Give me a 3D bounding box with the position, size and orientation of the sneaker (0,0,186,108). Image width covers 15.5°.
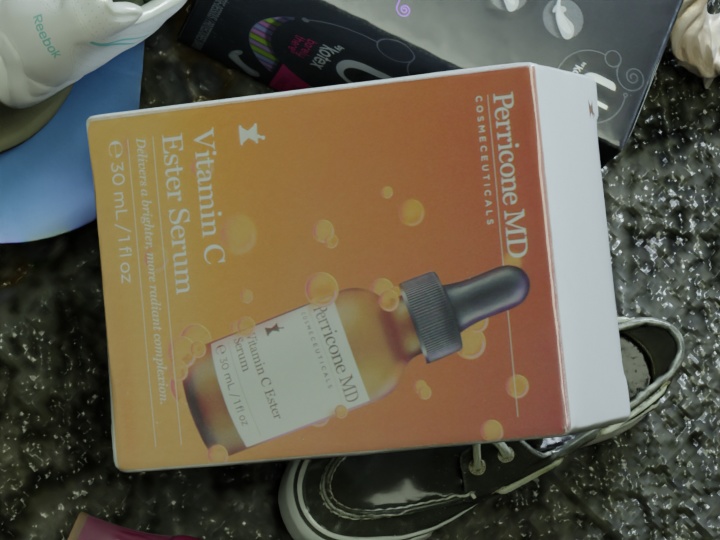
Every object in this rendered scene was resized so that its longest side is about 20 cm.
[{"bbox_3d":[-0.098,-0.133,1.154,0.071,0.080,0.200,60,28,-18],"label":"sneaker"}]

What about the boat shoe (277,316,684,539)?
[{"bbox_3d":[0.055,0.067,1.196,0.199,0.064,0.071,-25,81,-20],"label":"boat shoe"}]

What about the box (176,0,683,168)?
[{"bbox_3d":[0.033,-0.123,1.215,0.199,0.122,0.106,25,71,-6],"label":"box"}]

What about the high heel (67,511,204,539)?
[{"bbox_3d":[-0.103,0.199,1.108,0.096,0.067,0.201,17,66,2],"label":"high heel"}]

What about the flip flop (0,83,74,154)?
[{"bbox_3d":[-0.187,-0.084,1.118,0.200,0.058,0.081,-25,85,-44],"label":"flip flop"}]

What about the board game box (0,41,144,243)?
[{"bbox_3d":[-0.178,-0.102,1.197,0.157,0.039,0.201,13,68,-25],"label":"board game box"}]

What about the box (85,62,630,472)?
[{"bbox_3d":[0.000,0.000,1.115,0.199,0.106,0.153,-7,88,19],"label":"box"}]

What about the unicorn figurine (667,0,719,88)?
[{"bbox_3d":[0.172,-0.183,1.273,0.074,0.200,0.138,7,61,25],"label":"unicorn figurine"}]
